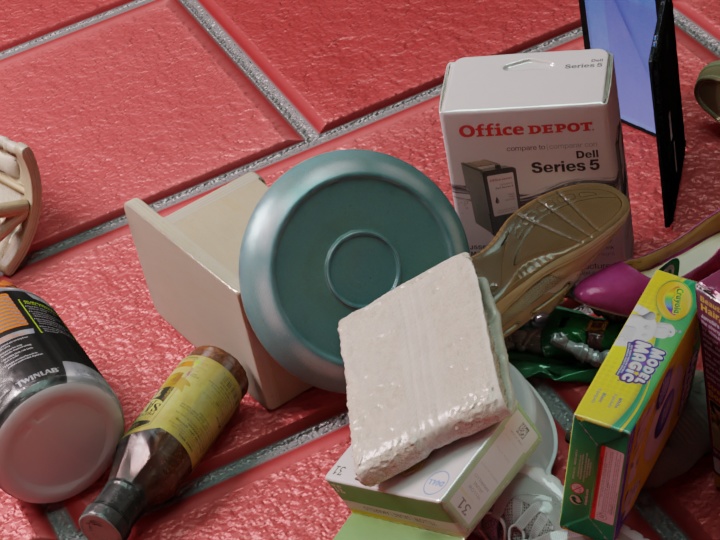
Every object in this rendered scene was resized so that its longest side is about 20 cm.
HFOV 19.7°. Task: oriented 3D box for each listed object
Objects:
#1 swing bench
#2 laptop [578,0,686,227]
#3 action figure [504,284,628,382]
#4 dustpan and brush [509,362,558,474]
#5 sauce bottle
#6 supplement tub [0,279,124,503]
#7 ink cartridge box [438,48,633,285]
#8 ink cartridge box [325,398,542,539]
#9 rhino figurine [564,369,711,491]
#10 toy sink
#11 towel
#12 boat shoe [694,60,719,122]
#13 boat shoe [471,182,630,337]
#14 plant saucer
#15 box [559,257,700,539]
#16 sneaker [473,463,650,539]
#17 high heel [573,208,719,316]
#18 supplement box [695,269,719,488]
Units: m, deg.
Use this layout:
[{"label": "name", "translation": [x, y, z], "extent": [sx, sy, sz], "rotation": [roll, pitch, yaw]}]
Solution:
[{"label": "swing bench", "translation": [-0.435, -0.059, 1.988], "extent": [0.199, 0.131, 0.198], "rotation": [-31, 39, -31]}, {"label": "laptop", "translation": [0.239, -0.167, 1.887], "extent": [0.102, 0.178, 0.201], "rotation": [0, 38, 17]}, {"label": "action figure", "translation": [0.175, 0.054, 1.721], "extent": [0.199, 0.055, 0.118], "rotation": [6, 41, 20]}, {"label": "dustpan and brush", "translation": [0.118, 0.149, 1.619], "extent": [0.139, 0.057, 0.200], "rotation": [-40, 37, -20]}, {"label": "sauce bottle", "translation": [-0.161, 0.144, 1.686], "extent": [0.066, 0.066, 0.200], "rotation": [8, 39, 26]}, {"label": "supplement tub", "translation": [-0.287, 0.095, 1.741], "extent": [0.122, 0.123, 0.200], "rotation": [-24, 38, -16]}, {"label": "ink cartridge box", "translation": [0.153, -0.080, 1.777], "extent": [0.144, 0.201, 0.084], "rotation": [-3, 37, 13]}, {"label": "ink cartridge box", "translation": [0.026, 0.176, 1.535], "extent": [0.200, 0.048, 0.145], "rotation": [-49, 28, -24]}, {"label": "rhino figurine", "translation": [0.263, 0.107, 1.615], "extent": [0.199, 0.060, 0.088], "rotation": [-26, 51, -21]}, {"label": "toy sink", "translation": [-0.099, 0.004, 1.801], "extent": [0.112, 0.131, 0.200], "rotation": [-29, 39, -22]}, {"label": "towel", "translation": [0.047, 0.074, 1.576], "extent": [0.132, 0.035, 0.201], "rotation": [-30, 32, 16]}, {"label": "boat shoe", "translation": [0.372, -0.130, 1.882], "extent": [0.065, 0.072, 0.200], "rotation": [-34, 47, -23]}, {"label": "boat shoe", "translation": [0.140, 0.002, 1.696], "extent": [0.200, 0.065, 0.072], "rotation": [-37, 49, -18]}, {"label": "plant saucer", "translation": [0.000, 0.000, 1.688], "extent": [0.199, 0.201, 0.027], "rotation": [-24, 3, -15]}, {"label": "box", "translation": [0.204, 0.090, 1.503], "extent": [0.048, 0.118, 0.200], "rotation": [17, 43, 17]}, {"label": "sneaker", "translation": [0.133, 0.203, 1.512], "extent": [0.199, 0.075, 0.082], "rotation": [23, 48, 38]}, {"label": "high heel", "translation": [0.265, -0.020, 1.707], "extent": [0.199, 0.097, 0.067], "rotation": [-6, 28, -23]}, {"label": "supplement box", "translation": [0.326, 0.093, 1.498], "extent": [0.103, 0.201, 0.131], "rotation": [-27, 40, -19]}]
